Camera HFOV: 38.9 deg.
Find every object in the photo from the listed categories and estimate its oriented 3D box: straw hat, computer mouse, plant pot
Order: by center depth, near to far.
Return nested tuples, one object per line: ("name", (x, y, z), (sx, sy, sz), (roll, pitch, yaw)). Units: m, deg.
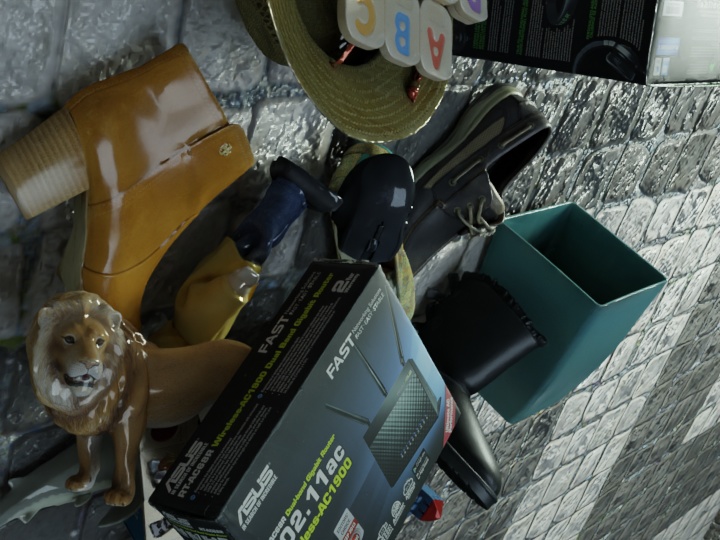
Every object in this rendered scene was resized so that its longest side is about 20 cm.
("straw hat", (-0.028, -0.166, 0.631), (0.200, 0.084, 0.204), (5, 84, -54))
("computer mouse", (0.000, 0.000, 0.786), (0.058, 0.034, 0.202), (5, 125, -13))
("plant pot", (0.198, 0.055, 1.099), (0.140, 0.141, 0.201), (-15, 139, -44))

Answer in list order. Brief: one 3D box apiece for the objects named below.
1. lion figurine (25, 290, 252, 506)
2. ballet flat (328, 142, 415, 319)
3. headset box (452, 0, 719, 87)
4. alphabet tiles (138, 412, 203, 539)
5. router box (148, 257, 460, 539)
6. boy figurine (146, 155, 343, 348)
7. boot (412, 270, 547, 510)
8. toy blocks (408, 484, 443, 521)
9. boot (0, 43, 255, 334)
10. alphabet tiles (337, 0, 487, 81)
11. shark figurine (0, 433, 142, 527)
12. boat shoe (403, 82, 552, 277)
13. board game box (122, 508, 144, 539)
("lion figurine", (-0.118, 0.074, 0.633), (0.199, 0.072, 0.124), (1, 95, -50))
("ballet flat", (0.005, -0.010, 0.842), (0.070, 0.070, 0.201), (-33, 139, -28))
("headset box", (0.174, -0.200, 0.772), (0.173, 0.199, 0.094), (-12, 114, -47))
("alphabet tiles", (-0.072, 0.174, 0.720), (0.165, 0.008, 0.203), (-8, 106, -26))
("router box", (-0.024, 0.115, 0.650), (0.201, 0.062, 0.151), (-57, 132, -32))
("boy figurine", (-0.092, 0.015, 0.718), (0.201, 0.064, 0.124), (-58, -170, -7))
("boot", (0.111, 0.107, 0.983), (0.162, 0.198, 0.074), (-39, 149, -9))
("toy blocks", (-0.004, 0.196, 0.966), (0.100, 0.136, 0.200), (-55, 147, 4))
("boot", (-0.127, -0.031, 0.646), (0.143, 0.071, 0.202), (-30, 134, -15))
("alphabet tiles", (0.027, -0.225, 0.626), (0.199, 0.014, 0.198), (8, 81, -55))
("shark figurine", (-0.202, 0.133, 0.737), (0.212, 0.128, 0.091), (-16, 109, -20))
("boat shoe", (0.093, -0.072, 0.896), (0.201, 0.073, 0.074), (-55, 147, 2))
("board game box", (-0.092, 0.149, 0.795), (0.200, 0.151, 0.047), (-46, 118, -10))
